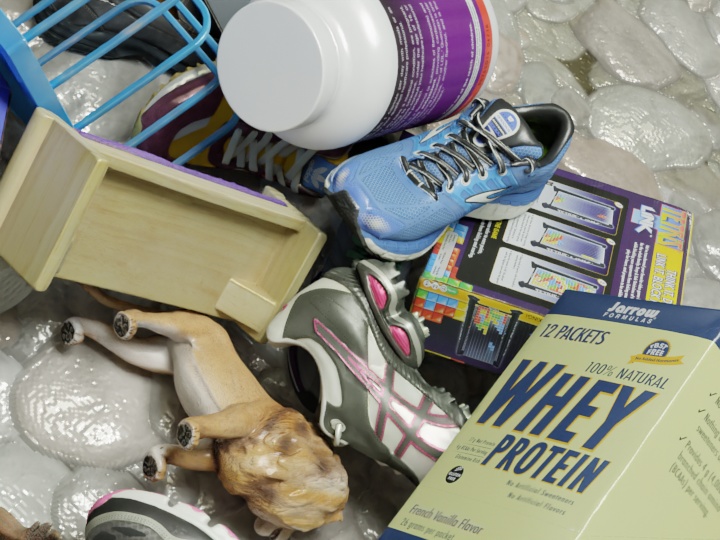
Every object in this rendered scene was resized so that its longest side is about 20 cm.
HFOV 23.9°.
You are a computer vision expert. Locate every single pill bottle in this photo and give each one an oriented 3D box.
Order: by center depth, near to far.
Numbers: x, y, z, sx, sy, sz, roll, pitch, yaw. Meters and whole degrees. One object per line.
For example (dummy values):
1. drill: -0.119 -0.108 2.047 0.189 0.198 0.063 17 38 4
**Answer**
1. pill bottle: -0.001 -0.138 1.069 0.113 0.112 0.200 50 31 12

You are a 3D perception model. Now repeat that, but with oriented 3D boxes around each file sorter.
1. file sorter: -0.164 -0.150 1.006 0.122 0.200 0.139 -37 64 -10

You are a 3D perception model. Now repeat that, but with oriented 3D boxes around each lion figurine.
1. lion figurine: -0.089 0.072 1.012 0.122 0.073 0.201 1 50 -46

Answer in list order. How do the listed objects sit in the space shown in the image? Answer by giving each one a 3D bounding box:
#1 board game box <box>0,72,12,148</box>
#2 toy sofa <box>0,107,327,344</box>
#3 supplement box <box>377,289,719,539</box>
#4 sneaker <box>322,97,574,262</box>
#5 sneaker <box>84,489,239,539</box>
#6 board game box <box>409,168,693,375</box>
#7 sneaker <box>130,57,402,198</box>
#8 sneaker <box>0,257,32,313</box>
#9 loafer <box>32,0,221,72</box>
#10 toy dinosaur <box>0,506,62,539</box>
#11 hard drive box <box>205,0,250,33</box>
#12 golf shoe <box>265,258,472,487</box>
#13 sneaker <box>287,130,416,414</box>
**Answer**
1. board game box: -0.298 -0.054 0.877 0.199 0.097 0.160 -17 38 12
2. toy sofa: -0.124 -0.029 0.992 0.199 0.083 0.098 17 17 -49
3. supplement box: 0.152 0.154 0.949 0.200 0.134 0.200 -50 120 -21
4. sneaker: 0.059 -0.069 1.055 0.199 0.089 0.079 -22 70 -43
5. sneaker: -0.085 0.206 0.915 0.200 0.074 0.087 47 43 3
6. board game box: 0.129 0.003 1.126 0.164 0.057 0.200 20 32 5
7. sneaker: -0.055 -0.091 1.142 0.199 0.075 0.090 -14 60 -33
8. sneaker: -0.286 -0.003 0.958 0.200 0.075 0.105 -24 71 -42
9. loafer: -0.120 -0.180 1.172 0.199 0.072 0.073 4 55 -27
10. toy dinosaur: -0.247 0.132 0.875 0.135 0.086 0.201 -19 67 -35
11. hard drive box: 0.003 -0.242 1.137 0.156 0.200 0.077 -21 82 -54
12. golf shoe: 0.021 0.093 1.017 0.088 0.077 0.201 -29 86 -9
13. sneaker: 0.000 0.000 1.091 0.074 0.088 0.201 12 48 1
